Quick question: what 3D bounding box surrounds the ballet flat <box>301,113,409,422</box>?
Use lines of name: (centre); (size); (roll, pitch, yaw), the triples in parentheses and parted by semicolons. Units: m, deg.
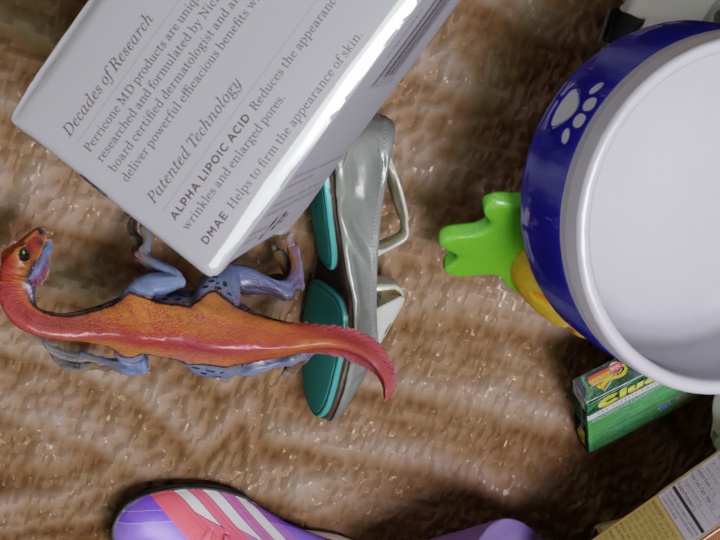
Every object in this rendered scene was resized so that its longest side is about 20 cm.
ballet flat: (0.000, 0.000, 1.126); (0.063, 0.067, 0.201); (-10, 116, -21)

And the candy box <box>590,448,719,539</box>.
candy box: (0.212, 0.193, 1.165); (0.200, 0.057, 0.117); (-35, 128, 7)

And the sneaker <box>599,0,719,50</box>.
sneaker: (0.182, -0.143, 1.117); (0.200, 0.089, 0.074); (-42, 150, 25)

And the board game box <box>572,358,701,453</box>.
board game box: (0.231, 0.052, 1.204); (0.199, 0.024, 0.105); (-26, 158, -4)

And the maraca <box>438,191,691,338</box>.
maraca: (0.142, -0.014, 1.124); (0.199, 0.108, 0.137); (11, 145, -32)

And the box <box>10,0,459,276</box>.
box: (-0.051, -0.122, 0.965); (0.130, 0.199, 0.200); (38, 101, 2)

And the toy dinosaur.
toy dinosaur: (-0.108, 0.017, 1.059); (0.181, 0.199, 0.106); (-3, 98, -42)

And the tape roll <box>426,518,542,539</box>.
tape roll: (0.081, 0.266, 1.182); (0.085, 0.200, 0.200); (-18, 121, 25)

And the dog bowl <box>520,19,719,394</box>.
dog bowl: (0.192, -0.037, 1.033); (0.199, 0.079, 0.201); (-5, 105, -20)

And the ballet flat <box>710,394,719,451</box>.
ballet flat: (0.257, 0.094, 1.206); (0.069, 0.070, 0.200); (-25, 148, -4)

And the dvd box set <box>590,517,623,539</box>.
dvd box set: (0.248, 0.190, 1.260); (0.199, 0.030, 0.147); (-14, 148, -9)

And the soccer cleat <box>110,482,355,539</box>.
soccer cleat: (-0.064, 0.192, 1.187); (0.199, 0.073, 0.068); (22, 106, -23)
